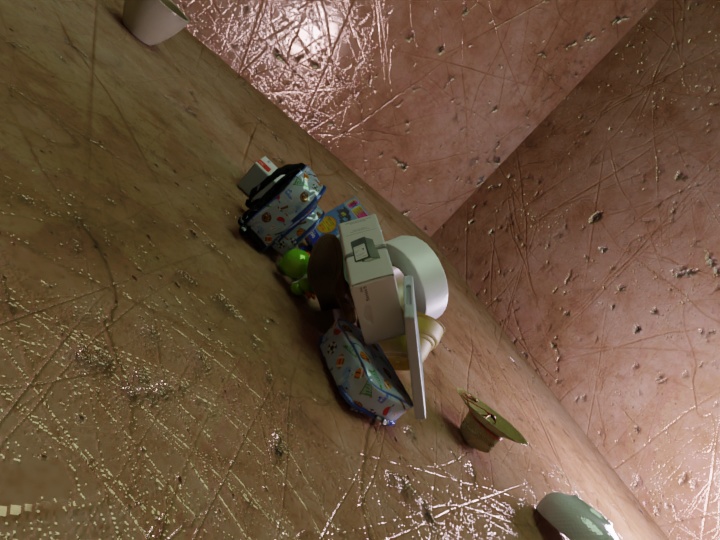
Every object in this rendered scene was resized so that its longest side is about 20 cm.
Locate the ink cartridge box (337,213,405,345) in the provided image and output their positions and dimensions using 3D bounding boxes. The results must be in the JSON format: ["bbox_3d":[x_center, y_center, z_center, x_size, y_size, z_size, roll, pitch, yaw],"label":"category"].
[{"bbox_3d":[0.020,0.014,1.016,0.202,0.082,0.147,-103,178,-53],"label":"ink cartridge box"}]

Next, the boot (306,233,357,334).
[{"bbox_3d":[-0.043,0.029,1.114,0.155,0.075,0.205,-3,86,-71],"label":"boot"}]

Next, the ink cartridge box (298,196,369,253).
[{"bbox_3d":[-0.059,-0.079,1.381,0.137,0.198,0.077,52,-12,28],"label":"ink cartridge box"}]

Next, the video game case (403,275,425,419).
[{"bbox_3d":[0.100,0.137,0.998,0.183,0.021,0.204,-79,162,-69],"label":"video game case"}]

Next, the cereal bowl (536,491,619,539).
[{"bbox_3d":[0.502,0.571,1.212,0.199,0.084,0.200,36,-4,3],"label":"cereal bowl"}]

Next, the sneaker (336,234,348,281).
[{"bbox_3d":[0.000,0.000,1.230,0.073,0.081,0.203,-19,83,-44],"label":"sneaker"}]

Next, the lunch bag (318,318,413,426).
[{"bbox_3d":[0.011,0.189,0.990,0.160,0.075,0.201,37,15,-39],"label":"lunch bag"}]

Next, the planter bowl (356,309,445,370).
[{"bbox_3d":[0.083,0.163,1.167,0.199,0.198,0.085,34,53,-39],"label":"planter bowl"}]

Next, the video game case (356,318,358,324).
[{"bbox_3d":[0.038,0.054,1.308,0.198,0.017,0.145,-13,73,-46],"label":"video game case"}]

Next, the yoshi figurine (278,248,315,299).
[{"bbox_3d":[-0.116,-0.015,1.158,0.111,0.114,0.200,28,17,-1],"label":"yoshi figurine"}]

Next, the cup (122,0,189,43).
[{"bbox_3d":[-0.665,-0.805,1.701,0.200,0.143,0.201,41,13,-12],"label":"cup"}]

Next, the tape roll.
[{"bbox_3d":[0.106,0.027,1.216,0.070,0.204,0.203,-20,57,-29],"label":"tape roll"}]

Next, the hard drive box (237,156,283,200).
[{"bbox_3d":[-0.215,-0.198,1.432,0.199,0.077,0.156,42,13,-13],"label":"hard drive box"}]

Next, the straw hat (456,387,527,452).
[{"bbox_3d":[0.282,0.370,1.254,0.199,0.086,0.201,36,4,-3],"label":"straw hat"}]

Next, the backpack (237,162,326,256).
[{"bbox_3d":[-0.159,-0.138,1.177,0.154,0.191,0.201,40,13,-19],"label":"backpack"}]
